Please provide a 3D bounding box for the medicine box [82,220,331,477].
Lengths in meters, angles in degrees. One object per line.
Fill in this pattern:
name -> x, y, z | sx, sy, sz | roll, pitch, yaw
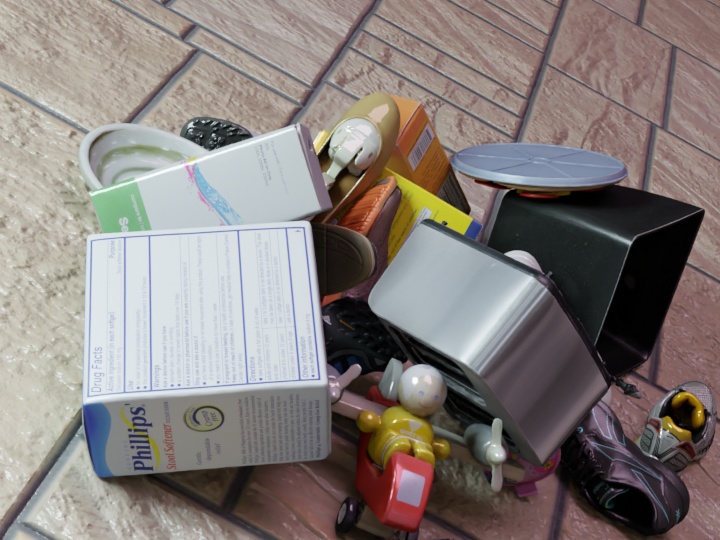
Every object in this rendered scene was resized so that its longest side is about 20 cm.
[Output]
medicine box -> -0.129, 0.063, 1.350 | 0.197, 0.104, 0.184 | -4, 47, -4

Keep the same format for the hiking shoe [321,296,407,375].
hiking shoe -> -0.036, 0.075, 1.540 | 0.199, 0.087, 0.075 | 10, 45, -49

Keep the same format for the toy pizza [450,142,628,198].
toy pizza -> 0.198, -0.108, 1.804 | 0.197, 0.032, 0.200 | 2, 16, -1

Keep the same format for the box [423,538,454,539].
box -> 0.040, 0.304, 1.285 | 0.198, 0.050, 0.199 | 5, 38, -38

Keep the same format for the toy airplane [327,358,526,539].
toy airplane -> 0.036, 0.137, 1.449 | 0.199, 0.142, 0.199 | 44, 32, 26

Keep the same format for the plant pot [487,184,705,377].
plant pot -> 0.244, -0.001, 1.826 | 0.176, 0.202, 0.199 | 28, 26, 27

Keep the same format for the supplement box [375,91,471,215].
supplement box -> 0.058, -0.108, 1.809 | 0.066, 0.201, 0.069 | 16, 61, 31

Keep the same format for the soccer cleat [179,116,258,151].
soccer cleat -> -0.111, -0.120, 1.821 | 0.198, 0.069, 0.073 | 19, 6, -11

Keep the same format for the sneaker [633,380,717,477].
sneaker -> 0.354, 0.166, 1.754 | 0.077, 0.083, 0.200 | 34, 28, 9

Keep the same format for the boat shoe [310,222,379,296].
boat shoe -> -0.060, -0.007, 1.576 | 0.066, 0.199, 0.073 | -5, 87, -56

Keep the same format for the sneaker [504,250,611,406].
sneaker -> 0.194, 0.079, 1.682 | 0.201, 0.075, 0.089 | 57, 13, -9

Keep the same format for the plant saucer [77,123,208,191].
plant saucer -> -0.202, -0.074, 1.664 | 0.198, 0.050, 0.201 | 23, 30, -14

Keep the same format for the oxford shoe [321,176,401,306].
oxford shoe -> 0.000, 0.000, 1.632 | 0.073, 0.202, 0.071 | 33, -17, -21

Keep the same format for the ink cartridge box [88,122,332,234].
ink cartridge box -> -0.132, -0.065, 1.489 | 0.145, 0.198, 0.088 | -63, 133, -86

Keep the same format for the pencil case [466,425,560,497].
pencil case -> 0.136, 0.130, 1.618 | 0.087, 0.088, 0.201 | 13, 33, -27

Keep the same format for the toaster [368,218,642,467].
toaster -> 0.126, 0.069, 1.486 | 0.199, 0.119, 0.181 | 28, -18, 45

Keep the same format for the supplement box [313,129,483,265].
supplement box -> 0.018, -0.047, 1.722 | 0.199, 0.110, 0.109 | 31, -3, 3

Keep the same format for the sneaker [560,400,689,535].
sneaker -> 0.241, 0.189, 1.621 | 0.199, 0.076, 0.079 | 37, 32, 14

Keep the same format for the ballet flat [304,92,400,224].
ballet flat -> -0.024, -0.096, 1.639 | 0.068, 0.201, 0.063 | 35, -3, 3
